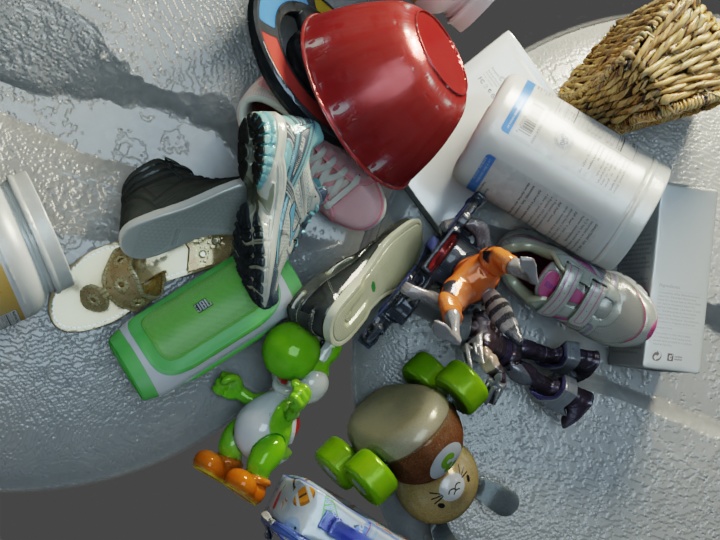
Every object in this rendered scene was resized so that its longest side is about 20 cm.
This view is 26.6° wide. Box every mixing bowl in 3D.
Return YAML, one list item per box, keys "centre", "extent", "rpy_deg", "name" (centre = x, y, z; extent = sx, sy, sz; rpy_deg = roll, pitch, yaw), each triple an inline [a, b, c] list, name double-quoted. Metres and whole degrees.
- centre: [0.039, -0.195, 1.541]
  extent: [0.108, 0.200, 0.202]
  rpy_deg: [-27, 95, 25]
  name: "mixing bowl"

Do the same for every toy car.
- centre: [0.083, 0.217, 1.602]
  extent: [0.164, 0.157, 0.201]
  rpy_deg: [-42, 108, -15]
  name: "toy car"

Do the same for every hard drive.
- centre: [0.126, -0.151, 1.679]
  extent: [0.199, 0.026, 0.132]
  rpy_deg: [-39, 96, -11]
  name: "hard drive"

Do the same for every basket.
- centre: [0.318, -0.190, 1.634]
  extent: [0.149, 0.200, 0.143]
  rpy_deg: [43, 79, -8]
  name: "basket"

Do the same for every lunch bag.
- centre: [-0.011, 0.281, 1.564]
  extent: [0.199, 0.160, 0.076]
  rpy_deg: [31, 81, -10]
  name: "lunch bag"

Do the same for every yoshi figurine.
- centre: [-0.096, 0.132, 1.580]
  extent: [0.112, 0.112, 0.201]
  rpy_deg: [33, 78, -3]
  name: "yoshi figurine"

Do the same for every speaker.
- centre: [-0.159, 0.051, 1.578]
  extent: [0.199, 0.088, 0.089]
  rpy_deg: [-32, 95, -12]
  name: "speaker"

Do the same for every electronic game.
- centre: [-0.043, -0.214, 1.578]
  extent: [0.041, 0.200, 0.201]
  rpy_deg: [-31, 97, 30]
  name: "electronic game"

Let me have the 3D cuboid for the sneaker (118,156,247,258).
- centre: [-0.160, -0.084, 1.570]
  extent: [0.198, 0.100, 0.071]
  rpy_deg: [-16, 136, -6]
  name: "sneaker"

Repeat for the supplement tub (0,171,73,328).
- centre: [-0.395, -0.002, 1.489]
  extent: [0.198, 0.144, 0.146]
  rpy_deg: [-25, 93, -12]
  name: "supplement tub"

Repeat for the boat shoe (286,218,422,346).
- centre: [0.000, 0.000, 1.601]
  extent: [0.200, 0.067, 0.072]
  rpy_deg: [-44, 139, -40]
  name: "boat shoe"

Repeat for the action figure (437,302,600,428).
- centre: [0.163, 0.094, 1.639]
  extent: [0.199, 0.069, 0.131]
  rpy_deg: [26, 51, -22]
  name: "action figure"

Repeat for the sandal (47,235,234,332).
- centre: [-0.226, -0.002, 1.572]
  extent: [0.210, 0.070, 0.078]
  rpy_deg: [-24, 93, -12]
  name: "sandal"

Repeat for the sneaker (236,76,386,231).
- centre: [-0.057, -0.114, 1.589]
  extent: [0.075, 0.105, 0.201]
  rpy_deg: [-39, 93, 18]
  name: "sneaker"

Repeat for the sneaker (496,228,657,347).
- centre: [0.220, 0.023, 1.624]
  extent: [0.199, 0.088, 0.082]
  rpy_deg: [26, 101, 17]
  name: "sneaker"

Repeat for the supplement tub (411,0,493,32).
- centre: [0.074, -0.366, 1.615]
  extent: [0.200, 0.144, 0.145]
  rpy_deg: [42, 80, -8]
  name: "supplement tub"

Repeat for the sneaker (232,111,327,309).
- centre: [-0.073, -0.057, 1.504]
  extent: [0.085, 0.078, 0.202]
  rpy_deg: [-4, 113, -26]
  name: "sneaker"

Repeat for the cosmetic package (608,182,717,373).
- centre: [0.333, 0.010, 1.682]
  extent: [0.070, 0.101, 0.203]
  rpy_deg: [7, 87, -13]
  name: "cosmetic package"

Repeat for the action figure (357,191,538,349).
- centre: [0.096, 0.030, 1.564]
  extent: [0.104, 0.194, 0.200]
  rpy_deg: [39, 97, -15]
  name: "action figure"

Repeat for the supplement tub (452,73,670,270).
- centre: [0.209, -0.104, 1.602]
  extent: [0.199, 0.132, 0.133]
  rpy_deg: [32, 82, 0]
  name: "supplement tub"
